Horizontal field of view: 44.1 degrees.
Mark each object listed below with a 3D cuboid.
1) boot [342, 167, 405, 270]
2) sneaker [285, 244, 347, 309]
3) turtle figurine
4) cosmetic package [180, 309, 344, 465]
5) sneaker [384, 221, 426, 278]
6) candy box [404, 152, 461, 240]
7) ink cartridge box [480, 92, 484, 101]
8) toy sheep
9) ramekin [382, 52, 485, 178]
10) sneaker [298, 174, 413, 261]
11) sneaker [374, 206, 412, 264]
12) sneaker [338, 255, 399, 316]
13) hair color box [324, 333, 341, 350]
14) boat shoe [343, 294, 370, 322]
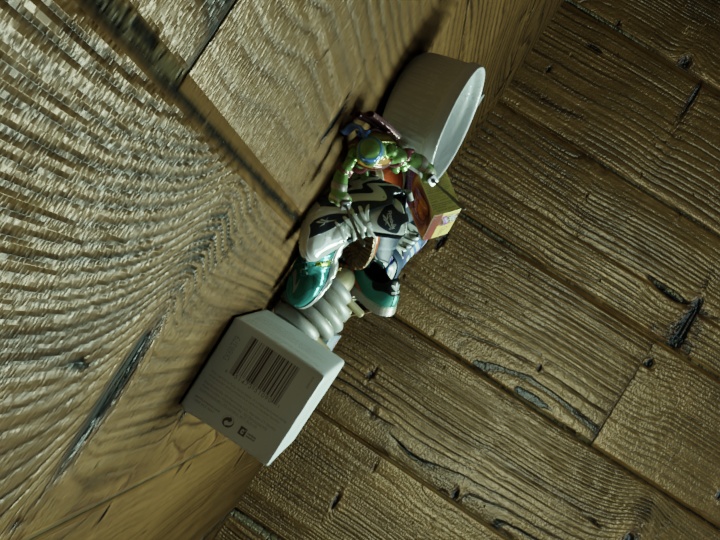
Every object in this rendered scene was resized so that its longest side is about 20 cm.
[{"bbox_3d":[0.028,-0.097,1.555,0.107,0.075,0.200,-21,132,-50],"label":"boot"},{"bbox_3d":[-0.075,-0.031,1.456,0.080,0.077,0.200,2,117,-64],"label":"sneaker"},{"bbox_3d":[0.031,-0.127,1.287,0.144,0.200,0.194,-42,-174,10],"label":"turtle figurine"},{"bbox_3d":[-0.148,0.176,1.398,0.165,0.165,0.200,-57,173,5],"label":"cosmetic package"},{"bbox_3d":[0.077,-0.048,1.817,0.200,0.081,0.146,-53,179,16],"label":"sneaker"},{"bbox_3d":[0.105,-0.167,1.562,0.056,0.200,0.117,-16,163,-12],"label":"candy box"},{"bbox_3d":[0.169,-0.303,1.899,0.200,0.083,0.147,-59,174,26],"label":"ink cartridge box"},{"bbox_3d":[-0.082,0.070,1.561,0.200,0.138,0.138,-49,172,-19],"label":"toy sheep"},{"bbox_3d":[0.111,-0.254,1.432,0.200,0.105,0.200,-59,167,-22],"label":"ramekin"},{"bbox_3d":[0.005,-0.075,1.356,0.199,0.129,0.080,-39,128,-39],"label":"sneaker"},{"bbox_3d":[0.069,-0.094,1.712,0.202,0.077,0.146,-20,135,-53],"label":"sneaker"},{"bbox_3d":[0.000,0.000,1.631,0.071,0.200,0.080,-14,130,-47],"label":"sneaker"},{"bbox_3d":[-0.105,0.138,1.902,0.061,0.099,0.200,-57,175,-1],"label":"hair color box"},{"bbox_3d":[-0.043,0.062,1.729,0.200,0.072,0.076,-14,138,-20],"label":"boat shoe"}]
